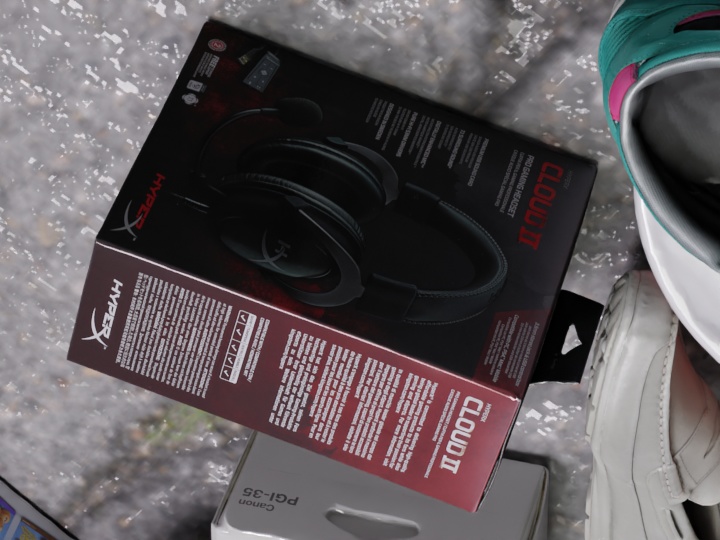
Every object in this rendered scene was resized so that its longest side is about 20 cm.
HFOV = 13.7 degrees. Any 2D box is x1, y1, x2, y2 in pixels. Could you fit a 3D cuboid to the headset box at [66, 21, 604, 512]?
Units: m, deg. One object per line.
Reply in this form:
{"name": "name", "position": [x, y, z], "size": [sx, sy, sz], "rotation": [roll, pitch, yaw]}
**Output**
{"name": "headset box", "position": [0.000, 0.000, 1.230], "size": [0.199, 0.149, 0.077], "rotation": [20, 134, 3]}

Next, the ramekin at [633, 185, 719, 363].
{"name": "ramekin", "position": [0.209, -0.045, 1.132], "size": [0.202, 0.094, 0.203], "rotation": [7, 118, 14]}

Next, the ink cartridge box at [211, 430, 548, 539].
{"name": "ink cartridge box", "position": [0.012, 0.174, 1.423], "size": [0.146, 0.083, 0.200], "rotation": [10, 133, 12]}

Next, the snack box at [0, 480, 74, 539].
{"name": "snack box", "position": [-0.146, 0.173, 1.486], "size": [0.200, 0.072, 0.024], "rotation": [41, 131, -17]}

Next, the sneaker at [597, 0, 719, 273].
{"name": "sneaker", "position": [0.171, -0.041, 1.020], "size": [0.199, 0.121, 0.084], "rotation": [16, 120, 9]}

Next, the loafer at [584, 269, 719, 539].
{"name": "loafer", "position": [0.134, 0.069, 1.293], "size": [0.070, 0.070, 0.200], "rotation": [7, 147, 10]}
